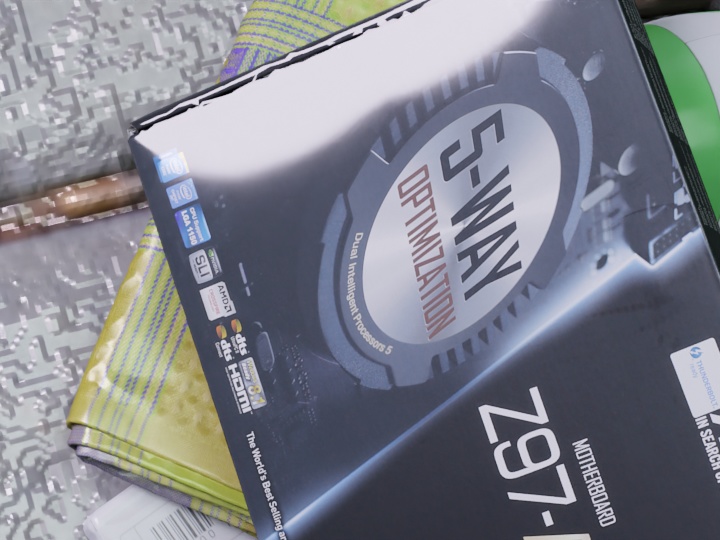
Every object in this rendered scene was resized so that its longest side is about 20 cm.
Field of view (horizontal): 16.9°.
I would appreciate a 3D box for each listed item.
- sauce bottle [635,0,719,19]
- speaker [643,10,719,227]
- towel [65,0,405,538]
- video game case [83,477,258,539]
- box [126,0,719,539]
[{"bbox_3d":[0.077,-0.128,0.847,0.199,0.065,0.065,21,74,-8],"label":"sauce bottle"},{"bbox_3d":[0.170,-0.050,0.811,0.199,0.088,0.089,-8,79,-25],"label":"speaker"},{"bbox_3d":[0.000,0.000,0.799,0.143,0.023,0.201,23,73,-6],"label":"towel"},{"bbox_3d":[0.039,0.101,0.808,0.200,0.023,0.182,-35,86,-18],"label":"video game case"},{"bbox_3d":[0.035,0.021,0.728,0.159,0.044,0.201,-21,80,15],"label":"box"}]
